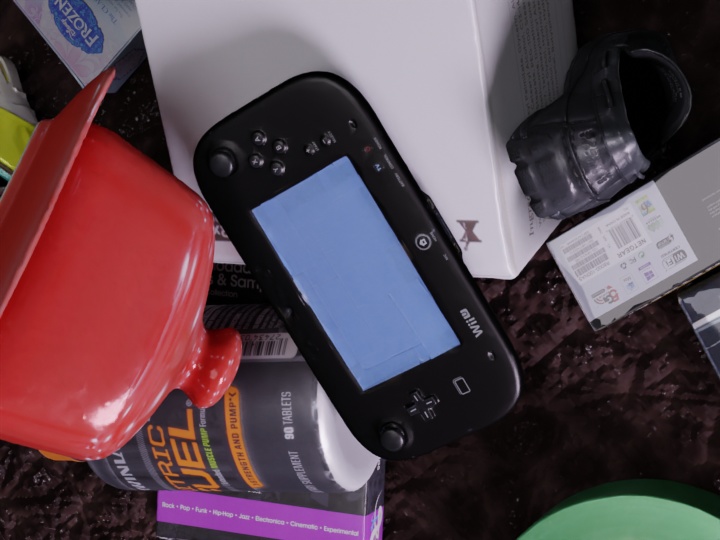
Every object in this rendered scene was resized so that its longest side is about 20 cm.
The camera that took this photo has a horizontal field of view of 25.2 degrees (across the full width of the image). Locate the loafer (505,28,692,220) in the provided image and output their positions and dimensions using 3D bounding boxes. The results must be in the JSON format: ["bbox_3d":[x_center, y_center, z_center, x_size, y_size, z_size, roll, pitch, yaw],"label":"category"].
[{"bbox_3d":[0.135,-0.081,0.809,0.070,0.201,0.069,-19,103,30],"label":"loafer"}]

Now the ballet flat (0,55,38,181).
[{"bbox_3d":[-0.260,-0.119,1.036,0.199,0.067,0.068,32,91,17],"label":"ballet flat"}]

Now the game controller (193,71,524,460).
[{"bbox_3d":[0.000,0.000,0.807,0.104,0.042,0.201,-24,103,36],"label":"game controller"}]

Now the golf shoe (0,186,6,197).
[{"bbox_3d":[-0.212,-0.010,0.983,0.073,0.092,0.200,-48,48,-6],"label":"golf shoe"}]

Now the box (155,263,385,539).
[{"bbox_3d":[-0.052,0.070,0.982,0.141,0.036,0.203,5,97,20],"label":"box"}]

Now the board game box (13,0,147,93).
[{"bbox_3d":[-0.158,-0.251,0.994,0.199,0.041,0.201,-43,79,18],"label":"board game box"}]

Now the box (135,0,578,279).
[{"bbox_3d":[0.003,-0.114,0.854,0.197,0.131,0.202,3,117,27],"label":"box"}]

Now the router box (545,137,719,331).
[{"bbox_3d":[0.204,-0.047,0.808,0.199,0.157,0.053,-32,84,21],"label":"router box"}]

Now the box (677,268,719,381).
[{"bbox_3d":[0.296,0.048,0.800,0.195,0.124,0.202,-31,83,22],"label":"box"}]

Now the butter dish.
[{"bbox_3d":[-0.129,0.022,0.819,0.147,0.200,0.201,27,80,-13],"label":"butter dish"}]

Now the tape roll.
[{"bbox_3d":[0.161,0.221,0.903,0.198,0.048,0.203,2,94,21],"label":"tape roll"}]

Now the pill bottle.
[{"bbox_3d":[-0.092,0.073,0.923,0.197,0.106,0.108,-3,93,22],"label":"pill bottle"}]
